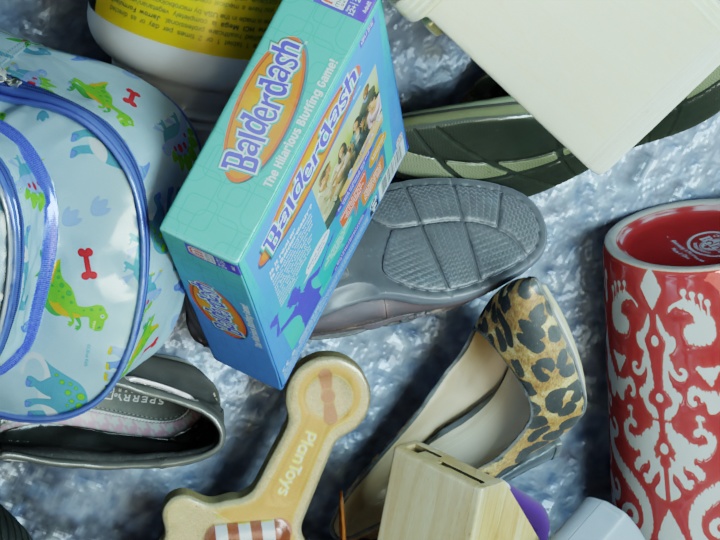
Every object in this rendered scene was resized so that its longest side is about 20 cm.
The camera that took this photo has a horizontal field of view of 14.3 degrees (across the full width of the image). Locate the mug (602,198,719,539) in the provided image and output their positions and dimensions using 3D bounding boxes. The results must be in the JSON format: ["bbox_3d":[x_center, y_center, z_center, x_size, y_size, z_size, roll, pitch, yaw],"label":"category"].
[{"bbox_3d":[0.216,0.073,1.608,0.133,0.177,0.200,-31,121,-46],"label":"mug"}]

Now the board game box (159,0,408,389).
[{"bbox_3d":[-0.033,-0.043,1.412,0.045,0.200,0.152,24,74,12],"label":"board game box"}]

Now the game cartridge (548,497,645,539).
[{"bbox_3d":[0.119,0.221,1.579,0.133,0.040,0.200,-42,140,-26],"label":"game cartridge"}]

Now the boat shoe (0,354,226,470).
[{"bbox_3d":[-0.165,0.070,1.512,0.200,0.057,0.067,4,110,-23],"label":"boat shoe"}]

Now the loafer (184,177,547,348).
[{"bbox_3d":[0.000,0.000,1.545,0.200,0.063,0.072,-14,74,-11],"label":"loafer"}]

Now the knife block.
[{"bbox_3d":[0.034,0.214,1.549,0.176,0.064,0.200,-54,142,-19],"label":"knife block"}]

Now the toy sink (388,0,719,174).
[{"bbox_3d":[0.070,-0.162,1.392,0.112,0.130,0.200,-44,119,10],"label":"toy sink"}]

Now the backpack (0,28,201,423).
[{"bbox_3d":[-0.187,-0.019,1.368,0.200,0.147,0.183,15,110,11],"label":"backpack"}]

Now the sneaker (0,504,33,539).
[{"bbox_3d":[-0.265,0.129,1.493,0.200,0.074,0.089,28,100,-19],"label":"sneaker"}]

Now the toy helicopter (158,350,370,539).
[{"bbox_3d":[-0.041,0.139,1.559,0.132,0.079,0.200,24,101,-8],"label":"toy helicopter"}]

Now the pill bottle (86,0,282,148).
[{"bbox_3d":[-0.072,-0.159,1.418,0.112,0.112,0.200,6,109,-24],"label":"pill bottle"}]

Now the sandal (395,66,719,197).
[{"bbox_3d":[0.106,-0.091,1.547,0.201,0.057,0.080,-18,143,3],"label":"sandal"}]

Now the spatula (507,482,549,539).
[{"bbox_3d":[0.040,0.211,1.673,0.057,0.021,0.200,32,102,-37],"label":"spatula"}]

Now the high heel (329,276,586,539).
[{"bbox_3d":[0.047,0.083,1.558,0.143,0.071,0.200,-26,151,-15],"label":"high heel"}]
